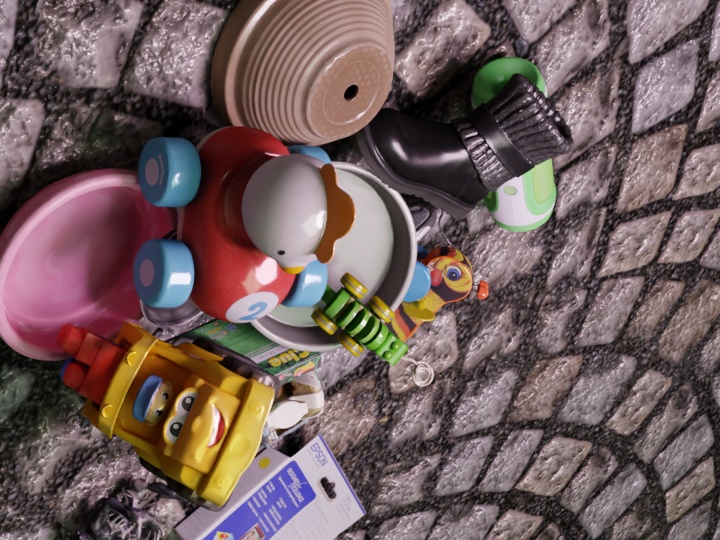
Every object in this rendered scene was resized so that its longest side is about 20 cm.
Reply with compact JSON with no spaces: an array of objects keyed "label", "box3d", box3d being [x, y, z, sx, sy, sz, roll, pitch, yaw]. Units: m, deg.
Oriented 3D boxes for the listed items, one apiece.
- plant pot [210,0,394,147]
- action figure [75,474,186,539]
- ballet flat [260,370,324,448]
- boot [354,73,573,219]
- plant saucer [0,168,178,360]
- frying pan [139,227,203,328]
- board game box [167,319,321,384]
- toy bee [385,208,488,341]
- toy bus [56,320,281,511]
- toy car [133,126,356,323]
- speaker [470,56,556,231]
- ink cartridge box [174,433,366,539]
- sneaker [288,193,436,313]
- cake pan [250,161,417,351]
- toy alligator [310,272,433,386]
[{"label":"plant pot","box3d":[-0.035,-0.189,1.583,0.200,0.093,0.202,-27,140,-26]},{"label":"action figure","box3d":[-0.227,0.264,1.789,0.200,0.102,0.119,-50,155,0]},{"label":"ballet flat","box3d":[-0.076,0.144,1.767,0.200,0.074,0.075,-31,147,-60]},{"label":"boot","box3d":[0.105,-0.142,1.698,0.157,0.080,0.210,-32,148,27]},{"label":"plant saucer","box3d":[-0.260,-0.012,1.546,0.199,0.051,0.202,-28,140,-26]},{"label":"frying pan","box3d":[-0.139,-0.008,1.608,0.189,0.031,0.116,-20,133,-41]},{"label":"board game box","box3d":[-0.149,0.099,1.714,0.199,0.105,0.024,-23,136,-29]},{"label":"toy bee","box3d":[0.082,0.017,1.856,0.200,0.108,0.131,-51,-172,41]},{"label":"toy bus","box3d":[-0.188,0.113,1.525,0.191,0.200,0.137,29,86,-19]},{"label":"toy car","box3d":[-0.073,-0.036,1.483,0.183,0.199,0.179,1,94,-37]},{"label":"speaker","box3d":[0.170,-0.136,1.845,0.088,0.088,0.201,-34,142,-18]},{"label":"ink cartridge box","box3d":[-0.104,0.296,1.992,0.200,0.047,0.198,-41,142,-13]},{"label":"sneaker","box3d":[0.000,0.000,1.816,0.199,0.075,0.116,-31,146,-6]},{"label":"cake pan","box3d":[-0.040,-0.017,1.711,0.198,0.037,0.203,-6,110,-16]},{"label":"toy alligator","box3d":[0.014,0.065,1.707,0.200,0.054,0.059,41,93,-26]}]
